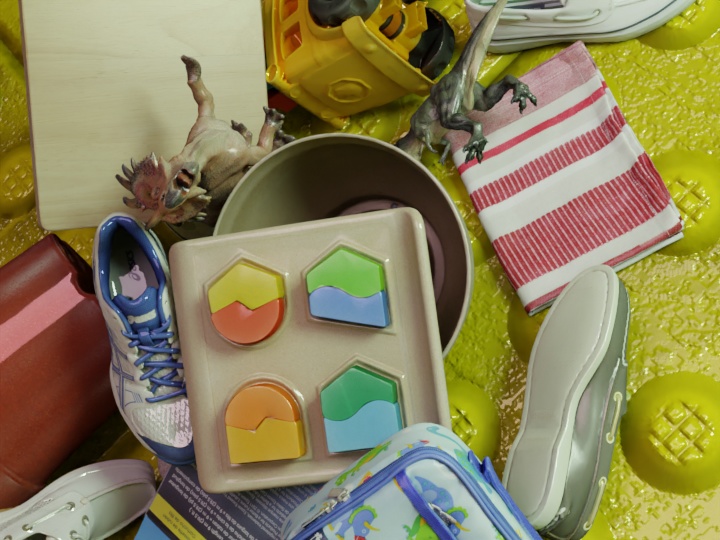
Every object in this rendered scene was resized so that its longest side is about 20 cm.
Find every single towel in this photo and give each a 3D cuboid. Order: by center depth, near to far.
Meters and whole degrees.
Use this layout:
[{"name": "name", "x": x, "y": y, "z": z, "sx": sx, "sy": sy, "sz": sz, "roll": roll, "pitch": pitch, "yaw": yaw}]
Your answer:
[{"name": "towel", "x": 0.158, "y": -0.079, "z": 0.964, "sx": 0.143, "sy": 0.023, "sz": 0.201, "roll": -29, "pitch": 60, "yaw": 12}]

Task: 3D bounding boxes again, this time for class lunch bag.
[{"name": "lunch bag", "x": 0.050, "y": 0.214, "z": 0.794, "sx": 0.160, "sy": 0.082, "sz": 0.201, "roll": -36, "pitch": 98, "yaw": 8}]

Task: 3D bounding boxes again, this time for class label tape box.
[{"name": "label tape box", "x": -0.081, "y": 0.182, "z": 0.932, "sx": 0.143, "sy": 0.066, "sz": 0.201, "roll": 33, "pitch": 101, "yaw": 32}]

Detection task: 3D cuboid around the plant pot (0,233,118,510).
[{"name": "plant pot", "x": -0.290, "y": 0.085, "z": 1.010, "sx": 0.195, "sy": 0.201, "sz": 0.201, "roll": -40, "pitch": 58, "yaw": -5}]

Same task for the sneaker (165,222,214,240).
[{"name": "sneaker", "x": -0.190, "y": -0.110, "z": 1.083, "sx": 0.075, "sy": 0.115, "sz": 0.201, "roll": -37, "pitch": 58, "yaw": 6}]

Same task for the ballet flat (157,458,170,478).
[{"name": "ballet flat", "x": -0.131, "y": 0.082, "z": 1.001, "sx": 0.068, "sy": 0.067, "sz": 0.201, "roll": 18, "pitch": 77, "yaw": 30}]

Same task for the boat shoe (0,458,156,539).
[{"name": "boat shoe", "x": -0.245, "y": 0.217, "z": 0.948, "sx": 0.199, "sy": 0.071, "sz": 0.069, "roll": -22, "pitch": 38, "yaw": -28}]

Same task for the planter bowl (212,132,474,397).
[{"name": "planter bowl", "x": 0.000, "y": 0.000, "z": 0.918, "sx": 0.199, "sy": 0.135, "sz": 0.202, "roll": 0, "pitch": 92, "yaw": 16}]

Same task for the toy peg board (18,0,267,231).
[{"name": "toy peg board", "x": -0.188, "y": -0.144, "z": 1.013, "sx": 0.098, "sy": 0.198, "sz": 0.201, "roll": -170, "pitch": 75, "yaw": -66}]

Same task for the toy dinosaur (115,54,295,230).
[{"name": "toy dinosaur", "x": -0.120, "y": -0.069, "z": 0.923, "sx": 0.085, "sy": 0.200, "sz": 0.136, "roll": 24, "pitch": 77, "yaw": 20}]

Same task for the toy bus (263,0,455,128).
[{"name": "toy bus", "x": -0.028, "y": -0.231, "z": 1.065, "sx": 0.191, "sy": 0.135, "sz": 0.201, "roll": -23, "pitch": 58, "yaw": 33}]

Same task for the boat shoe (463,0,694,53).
[{"name": "boat shoe", "x": 0.183, "y": -0.230, "z": 0.990, "sx": 0.199, "sy": 0.067, "sz": 0.074, "roll": -14, "pitch": 64, "yaw": 19}]

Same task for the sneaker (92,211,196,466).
[{"name": "sneaker", "x": -0.166, "y": 0.052, "z": 0.901, "sx": 0.075, "sy": 0.088, "sz": 0.201, "roll": -20, "pitch": 80, "yaw": -8}]

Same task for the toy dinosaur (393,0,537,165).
[{"name": "toy dinosaur", "x": 0.090, "y": -0.139, "z": 0.971, "sx": 0.088, "sy": 0.047, "sz": 0.201, "roll": 44, "pitch": 107, "yaw": 39}]

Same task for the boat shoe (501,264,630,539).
[{"name": "boat shoe", "x": 0.160, "y": 0.097, "z": 0.865, "sx": 0.072, "sy": 0.060, "sz": 0.203, "roll": -7, "pitch": 60, "yaw": 57}]

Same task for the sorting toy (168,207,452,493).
[{"name": "sorting toy", "x": -0.040, "y": 0.060, "z": 0.842, "sx": 0.198, "sy": 0.036, "sz": 0.187, "roll": -8, "pitch": 90, "yaw": 16}]
